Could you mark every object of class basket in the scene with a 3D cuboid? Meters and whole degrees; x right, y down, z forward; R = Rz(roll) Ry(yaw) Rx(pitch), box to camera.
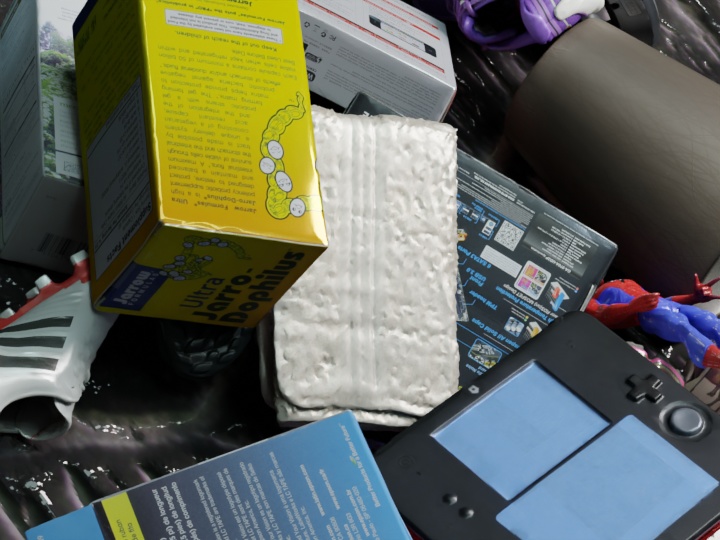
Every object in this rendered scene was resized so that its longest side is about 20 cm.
[{"bbox_3d":[0.212,-0.079,1.804,0.200,0.136,0.180,40,78,19],"label":"basket"}]

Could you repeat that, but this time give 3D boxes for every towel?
[{"bbox_3d":[0.000,0.000,1.534,0.132,0.034,0.202,6,79,-26],"label":"towel"}]

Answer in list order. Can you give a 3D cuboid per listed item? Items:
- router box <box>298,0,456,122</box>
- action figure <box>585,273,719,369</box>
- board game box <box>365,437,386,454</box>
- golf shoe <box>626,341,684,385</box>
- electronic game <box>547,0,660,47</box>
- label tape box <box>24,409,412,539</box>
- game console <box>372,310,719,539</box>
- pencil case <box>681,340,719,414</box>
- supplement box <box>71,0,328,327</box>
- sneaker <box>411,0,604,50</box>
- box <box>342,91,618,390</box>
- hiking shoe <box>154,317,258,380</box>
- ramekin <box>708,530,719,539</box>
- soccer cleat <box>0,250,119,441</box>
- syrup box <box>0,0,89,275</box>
[{"bbox_3d":[-0.032,-0.174,1.751,0.199,0.049,0.180,26,17,-9],"label":"router box"},{"bbox_3d":[0.210,0.031,1.691,0.065,0.052,0.199,-9,16,-35],"label":"action figure"},{"bbox_3d":[0.022,0.168,1.490,0.157,0.039,0.200,33,40,0],"label":"board game box"},{"bbox_3d":[0.127,0.070,1.640,0.199,0.073,0.092,28,41,-8],"label":"golf shoe"},{"bbox_3d":[0.143,-0.229,1.882,0.200,0.200,0.042,39,75,6],"label":"electronic game"},{"bbox_3d":[-0.069,0.181,1.383,0.199,0.066,0.144,-20,57,-9],"label":"label tape box"},{"bbox_3d":[0.122,0.121,1.486,0.199,0.031,0.177,-33,60,-28],"label":"game console"},{"bbox_3d":[0.315,0.109,1.724,0.199,0.078,0.090,34,53,1],"label":"pencil case"},{"bbox_3d":[-0.098,-0.083,1.478,0.109,0.109,0.201,7,60,-26],"label":"supplement box"},{"bbox_3d":[0.090,-0.203,1.836,0.083,0.200,0.081,-43,116,-19],"label":"sneaker"},{"bbox_3d":[0.042,0.004,1.594,0.199,0.046,0.160,30,79,0],"label":"box"},{"bbox_3d":[-0.101,-0.016,1.568,0.074,0.087,0.201,14,60,-20],"label":"hiking shoe"},{"bbox_3d":[0.205,0.206,1.536,0.201,0.094,0.203,18,42,-17],"label":"ramekin"},{"bbox_3d":[-0.183,0.052,1.456,0.085,0.069,0.200,54,41,4],"label":"soccer cleat"},{"bbox_3d":[-0.184,-0.096,1.589,0.078,0.082,0.201,15,42,-24],"label":"syrup box"}]
